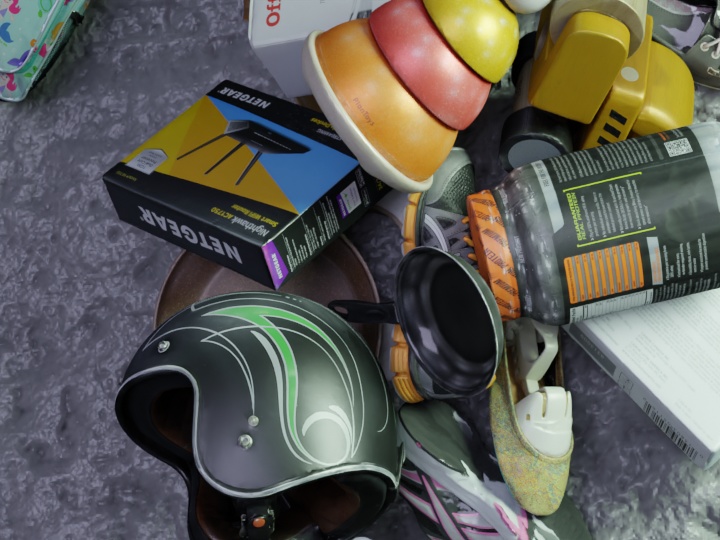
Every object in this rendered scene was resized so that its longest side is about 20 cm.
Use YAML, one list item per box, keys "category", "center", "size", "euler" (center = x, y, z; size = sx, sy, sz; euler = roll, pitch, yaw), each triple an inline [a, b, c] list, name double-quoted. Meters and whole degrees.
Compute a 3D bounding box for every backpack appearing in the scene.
- category: "backpack"
  center: [-0.313, -0.267, 1.648]
  size: [0.177, 0.151, 0.201]
  euler: [34, 86, -10]

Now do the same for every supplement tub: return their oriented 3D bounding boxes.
- category: "supplement tub"
  center: [0.184, -0.031, 1.403]
  size: [0.198, 0.123, 0.124]
  euler: [-12, 78, 0]

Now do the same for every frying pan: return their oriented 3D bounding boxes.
- category: "frying pan"
  center: [0.049, 0.046, 1.419]
  size: [0.031, 0.190, 0.116]
  euler: [-22, 84, -32]

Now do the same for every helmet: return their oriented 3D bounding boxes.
- category: "helmet"
  center: [-0.076, 0.109, 1.424]
  size: [0.199, 0.200, 0.192]
  euler: [-31, 60, 11]

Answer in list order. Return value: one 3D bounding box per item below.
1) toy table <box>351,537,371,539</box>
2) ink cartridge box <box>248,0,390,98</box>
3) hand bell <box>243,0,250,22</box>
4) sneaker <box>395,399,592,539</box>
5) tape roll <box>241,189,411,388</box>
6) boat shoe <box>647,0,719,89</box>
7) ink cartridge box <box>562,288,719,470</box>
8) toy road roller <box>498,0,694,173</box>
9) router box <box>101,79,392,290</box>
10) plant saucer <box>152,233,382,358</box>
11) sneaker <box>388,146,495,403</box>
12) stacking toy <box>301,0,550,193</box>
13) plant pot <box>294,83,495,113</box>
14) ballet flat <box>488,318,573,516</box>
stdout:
- category: "toy table"
  center: [0.025, 0.317, 1.448]
  size: [0.116, 0.184, 0.201]
  euler: [21, 126, 28]
- category: "ink cartridge box"
  center: [0.020, -0.234, 1.527]
  size: [0.198, 0.086, 0.148]
  euler: [-9, 60, 20]
- category: "hand bell"
  center: [-0.066, -0.309, 1.626]
  size: [0.103, 0.104, 0.202]
  euler: [18, 101, 20]
- category: "sneaker"
  center: [0.095, 0.191, 1.500]
  size: [0.200, 0.080, 0.087]
  euler: [44, 129, 10]
- category: "tape roll"
  center: [0.000, 0.000, 1.570]
  size: [0.201, 0.037, 0.205]
  euler: [-3, 80, 18]
- category: "boat shoe"
  center: [0.248, -0.199, 1.508]
  size: [0.199, 0.057, 0.067]
  euler: [31, 92, 20]
- category: "ink cartridge box"
  center: [0.279, 0.030, 1.467]
  size: [0.200, 0.047, 0.160]
  euler: [-39, 71, -17]
- category: "toy road roller"
  center: [0.198, -0.152, 1.454]
  size: [0.145, 0.201, 0.124]
  euler: [16, 51, -5]
- category: "router box"
  center: [-0.088, -0.073, 1.531]
  size: [0.199, 0.051, 0.149]
  euler: [22, 53, 40]
- category: "plant saucer"
  center: [-0.072, 0.050, 1.548]
  size: [0.199, 0.037, 0.202]
  euler: [-3, 81, 18]
- category: "sneaker"
  center: [0.075, 0.005, 1.481]
  size: [0.077, 0.078, 0.202]
  euler: [3, 86, 27]
- category: "stacking toy"
  center: [0.069, -0.165, 1.402]
  size: [0.199, 0.146, 0.147]
  euler: [-36, 73, 18]
- category: "plant pot"
  center: [0.033, -0.189, 1.580]
  size: [0.198, 0.027, 0.202]
  euler: [-6, 71, 18]
- category: "ballet flat"
  center: [0.134, 0.086, 1.476]
  size: [0.070, 0.071, 0.202]
  euler: [-13, 64, 16]
